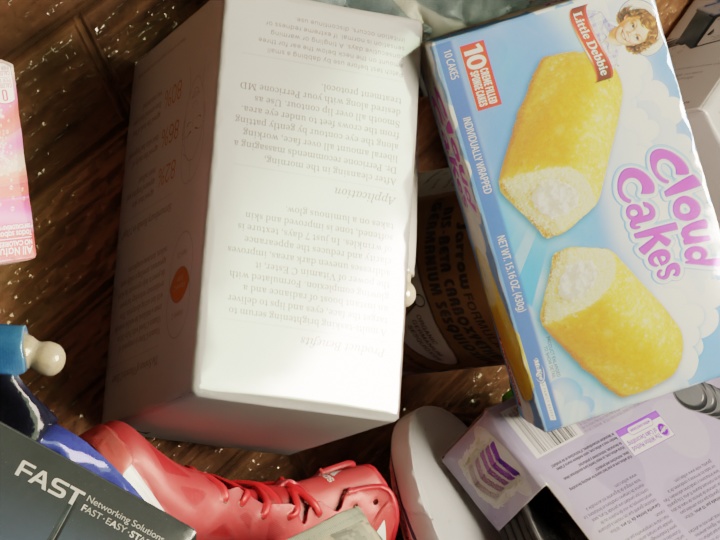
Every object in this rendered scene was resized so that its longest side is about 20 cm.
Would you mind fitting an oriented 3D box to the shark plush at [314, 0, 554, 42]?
[{"bbox_3d":[0.027,-0.149,1.300,0.091,0.200,0.083,27,75,-71],"label":"shark plush"}]

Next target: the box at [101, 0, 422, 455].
[{"bbox_3d":[-0.050,-0.019,1.264,0.106,0.152,0.200,9,77,-21],"label":"box"}]

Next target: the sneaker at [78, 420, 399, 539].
[{"bbox_3d":[-0.056,0.115,1.285,0.116,0.078,0.200,-44,134,-10],"label":"sneaker"}]

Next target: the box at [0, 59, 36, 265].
[{"bbox_3d":[-0.250,-0.037,1.102,0.200,0.103,0.095,-8,90,-49],"label":"box"}]

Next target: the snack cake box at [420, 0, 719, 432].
[{"bbox_3d":[0.111,-0.033,1.260,0.115,0.067,0.200,-17,95,-5],"label":"snack cake box"}]

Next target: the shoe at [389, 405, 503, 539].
[{"bbox_3d":[0.043,0.177,1.328,0.071,0.091,0.200,-1,62,-46],"label":"shoe"}]

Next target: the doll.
[{"bbox_3d":[-0.178,0.089,1.170,0.136,0.048,0.200,-43,102,4],"label":"doll"}]

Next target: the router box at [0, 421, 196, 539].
[{"bbox_3d":[-0.191,0.134,1.085,0.200,0.062,0.150,29,64,-2],"label":"router box"}]

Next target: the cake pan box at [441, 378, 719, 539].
[{"bbox_3d":[0.161,0.130,1.342,0.184,0.052,0.200,50,38,15],"label":"cake pan box"}]

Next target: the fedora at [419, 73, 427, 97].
[{"bbox_3d":[0.013,-0.174,1.400,0.090,0.177,0.200,-36,97,-3],"label":"fedora"}]

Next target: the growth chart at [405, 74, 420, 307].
[{"bbox_3d":[0.000,0.000,1.327,0.018,0.200,0.145,7,66,-14],"label":"growth chart"}]

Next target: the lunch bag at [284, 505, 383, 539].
[{"bbox_3d":[-0.032,0.223,1.184,0.200,0.118,0.164,-28,73,-26],"label":"lunch bag"}]

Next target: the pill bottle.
[{"bbox_3d":[0.087,-0.006,1.397,0.114,0.200,0.114,10,76,-46],"label":"pill bottle"}]

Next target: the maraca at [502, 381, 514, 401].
[{"bbox_3d":[0.148,0.140,1.498,0.107,0.137,0.200,-42,118,-18],"label":"maraca"}]

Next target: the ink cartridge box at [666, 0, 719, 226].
[{"bbox_3d":[0.265,-0.102,1.694,0.146,0.086,0.200,59,46,-25],"label":"ink cartridge box"}]
